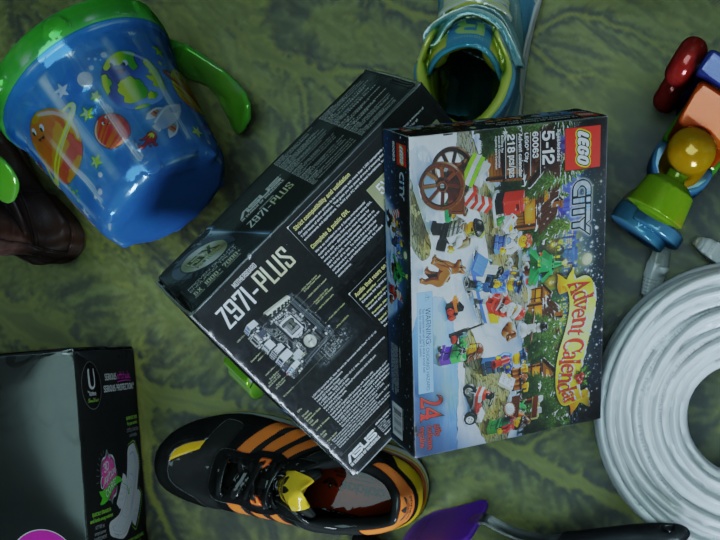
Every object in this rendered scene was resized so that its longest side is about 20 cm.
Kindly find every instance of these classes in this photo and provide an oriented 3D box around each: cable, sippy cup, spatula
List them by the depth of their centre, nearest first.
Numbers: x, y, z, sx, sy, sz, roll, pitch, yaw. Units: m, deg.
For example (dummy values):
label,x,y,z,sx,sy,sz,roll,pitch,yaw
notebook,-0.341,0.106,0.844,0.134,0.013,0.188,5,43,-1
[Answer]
label,x,y,z,sx,sy,sz,roll,pitch,yaw
cable,0.255,0.093,0.820,0.199,0.069,0.201,23,91,10
spatula,0.117,0.174,0.824,0.199,0.057,0.021,-3,111,25
sippy cup,-0.163,-0.093,0.851,0.178,0.140,0.130,-36,72,-4

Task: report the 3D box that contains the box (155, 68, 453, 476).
label,x,y,z,sx,sy,sz,roll,pitch,yaw
box,0.000,0.000,0.805,0.200,0.086,0.164,-46,117,-6

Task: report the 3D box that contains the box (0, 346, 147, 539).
label,x,y,z,sx,sy,sz,roll,pitch,yaw
box,-0.239,0.158,0.871,0.148,0.124,0.201,-5,86,8

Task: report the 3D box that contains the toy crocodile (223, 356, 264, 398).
label,x,y,z,sx,sy,sz,roll,pitch,yaw
toy crocodile,-0.037,-0.003,0.881,0.067,0.062,0.201,29,96,49

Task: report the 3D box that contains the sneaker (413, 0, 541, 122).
label,x,y,z,sx,sy,sz,roll,pitch,yaw
sneaker,0.080,-0.176,0.830,0.079,0.131,0.201,0,87,11

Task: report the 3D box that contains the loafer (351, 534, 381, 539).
label,x,y,z,sx,sy,sz,roll,pitch,yaw
loafer,0.024,0.278,0.847,0.071,0.073,0.201,-24,84,6

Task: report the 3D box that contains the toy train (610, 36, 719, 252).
label,x,y,z,sx,sy,sz,roll,pitch,yaw
toy train,0.207,-0.077,0.766,0.085,0.200,0.116,33,90,9

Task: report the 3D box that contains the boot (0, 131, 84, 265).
label,x,y,z,sx,sy,sz,roll,pitch,yaw
boot,-0.292,-0.072,0.851,0.186,0.200,0.064,39,97,10

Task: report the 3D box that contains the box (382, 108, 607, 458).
label,x,y,z,sx,sy,sz,roll,pitch,yaw
box,0.085,0.006,0.773,0.136,0.038,0.201,-9,107,-21

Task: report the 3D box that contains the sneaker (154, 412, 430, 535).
label,x,y,z,sx,sy,sz,roll,pitch,yaw
sneaker,-0.054,0.140,0.858,0.199,0.090,0.070,7,89,9
